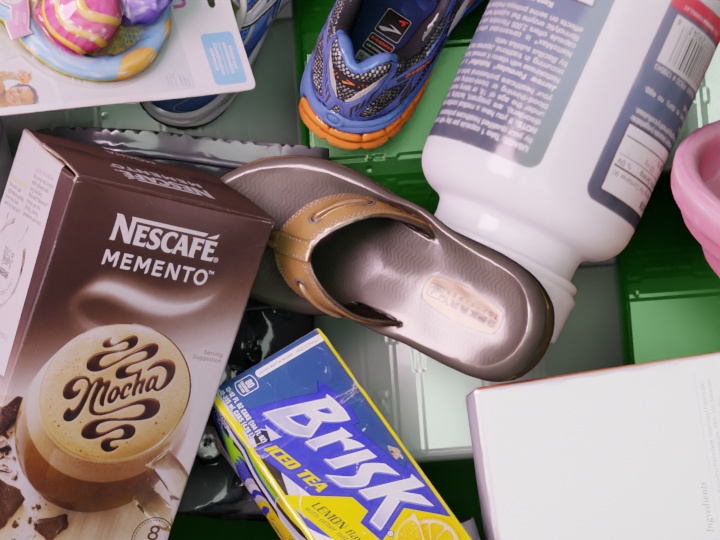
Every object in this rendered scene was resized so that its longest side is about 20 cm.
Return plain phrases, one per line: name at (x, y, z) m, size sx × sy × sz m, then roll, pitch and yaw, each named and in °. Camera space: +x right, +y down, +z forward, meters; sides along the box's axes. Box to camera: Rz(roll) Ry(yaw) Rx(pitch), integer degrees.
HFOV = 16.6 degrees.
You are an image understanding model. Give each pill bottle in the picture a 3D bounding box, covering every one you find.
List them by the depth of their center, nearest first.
pill bottle at (0.100, -0.071, 1.278) m, size 0.119 × 0.120 × 0.201 m, roll 25°, pitch 87°, yaw 2°

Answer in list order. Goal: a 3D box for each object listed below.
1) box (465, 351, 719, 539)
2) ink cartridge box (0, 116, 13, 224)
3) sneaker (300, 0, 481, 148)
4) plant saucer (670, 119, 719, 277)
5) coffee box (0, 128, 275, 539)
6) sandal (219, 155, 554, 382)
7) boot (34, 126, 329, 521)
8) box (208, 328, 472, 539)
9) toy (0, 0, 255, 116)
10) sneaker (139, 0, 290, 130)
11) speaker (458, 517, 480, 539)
box at (0.159, 0.095, 1.263) m, size 0.198 × 0.124 × 0.098 m, roll -9°, pitch 85°, yaw -1°
ink cartridge box at (-0.243, -0.006, 1.254) m, size 0.145 × 0.084 × 0.201 m, roll -10°, pitch 116°, yaw 0°
sneaker at (0.035, -0.159, 1.289) m, size 0.075 × 0.078 × 0.201 m, roll 23°, pitch 72°, yaw 2°
plant saucer at (0.253, -0.019, 1.249) m, size 0.199 × 0.201 × 0.051 m, roll 10°, pitch 116°, yaw 1°
coffee box at (-0.134, 0.045, 1.209) m, size 0.112 × 0.080 × 0.201 m, roll 12°, pitch 103°, yaw -31°
sandal at (0.000, 0.000, 1.222) m, size 0.199 × 0.055 × 0.082 m, roll 27°, pitch 101°, yaw 22°
boot at (-0.103, 0.029, 1.305) m, size 0.164 × 0.066 × 0.202 m, roll 5°, pitch 90°, yaw 3°
box at (0.005, 0.131, 1.210) m, size 0.070 × 0.064 × 0.200 m, roll -29°, pitch 65°, yaw -15°
toy at (-0.145, -0.138, 1.195) m, size 0.199 × 0.047 × 0.116 m, roll -10°, pitch 75°, yaw -30°
sneaker at (-0.057, -0.169, 1.308) m, size 0.075 × 0.077 × 0.201 m, roll 24°, pitch 85°, yaw 4°
speaker at (0.052, 0.232, 1.276) m, size 0.081 × 0.081 × 0.201 m, roll -19°, pitch 85°, yaw -1°
